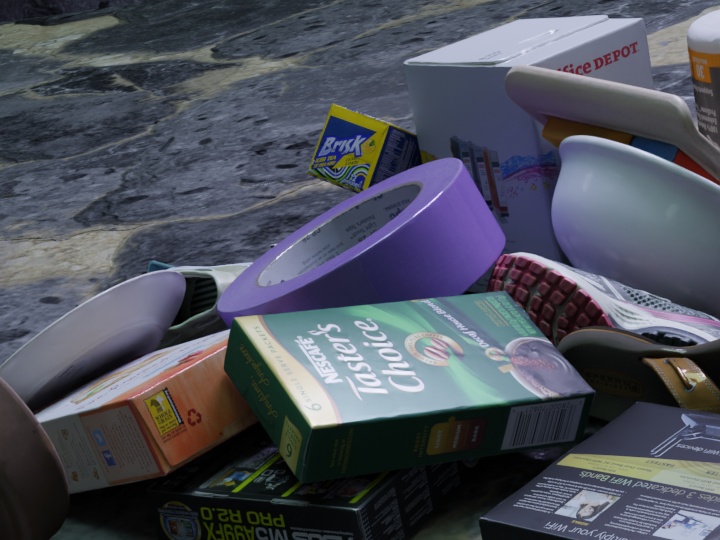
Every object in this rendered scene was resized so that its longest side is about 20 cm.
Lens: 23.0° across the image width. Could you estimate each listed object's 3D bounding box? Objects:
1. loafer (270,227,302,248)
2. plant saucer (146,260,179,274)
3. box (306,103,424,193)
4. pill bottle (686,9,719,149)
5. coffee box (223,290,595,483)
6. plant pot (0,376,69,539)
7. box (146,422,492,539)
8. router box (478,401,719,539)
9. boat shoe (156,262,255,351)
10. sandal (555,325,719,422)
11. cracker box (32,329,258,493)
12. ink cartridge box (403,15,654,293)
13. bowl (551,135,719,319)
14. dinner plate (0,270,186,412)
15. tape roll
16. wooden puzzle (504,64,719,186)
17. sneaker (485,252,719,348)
[{"bbox_3d":[-0.039,-0.003,1.477,0.068,0.076,0.200,11,28,37],"label":"loafer"},{"bbox_3d":[-0.118,0.039,1.419,0.019,0.070,0.200,10,1,-38],"label":"plant saucer"},{"bbox_3d":[0.048,-0.080,1.509,0.070,0.064,0.200,22,2,38],"label":"box"},{"bbox_3d":[0.316,-0.098,1.347,0.116,0.200,0.116,-10,17,3],"label":"pill bottle"},{"bbox_3d":[0.030,0.068,1.088,0.200,0.044,0.123,-4,34,-26],"label":"coffee box"},{"bbox_3d":[-0.300,0.142,1.041,0.200,0.200,0.175,3,39,38],"label":"plant pot"},{"bbox_3d":[-0.014,0.120,1.131,0.160,0.044,0.200,1,21,32],"label":"box"},{"bbox_3d":[0.189,0.135,0.943,0.200,0.052,0.157,7,25,44],"label":"router box"},{"bbox_3d":[-0.141,0.025,1.386,0.062,0.072,0.200,8,-17,-39],"label":"boat shoe"},{"bbox_3d":[0.192,0.075,1.068,0.200,0.082,0.055,10,24,39],"label":"sandal"},{"bbox_3d":[-0.140,0.093,1.175,0.134,0.058,0.200,-29,6,-38],"label":"cracker box"},{"bbox_3d":[0.147,-0.094,1.436,0.145,0.200,0.145,-24,22,-36],"label":"ink cartridge box"},{"bbox_3d":[0.210,-0.008,1.249,0.201,0.201,0.090,19,79,58],"label":"bowl"},{"bbox_3d":[-0.201,0.072,1.268,0.200,0.024,0.200,-37,-14,-11],"label":"dinner plate"},{"bbox_3d":[0.000,0.000,1.243,0.200,0.066,0.200,-29,13,7],"label":"tape roll"},{"bbox_3d":[0.214,-0.070,1.281,0.185,0.200,0.037,21,76,51],"label":"wooden puzzle"},{"bbox_3d":[0.171,0.047,1.167,0.200,0.081,0.075,27,27,25],"label":"sneaker"}]
